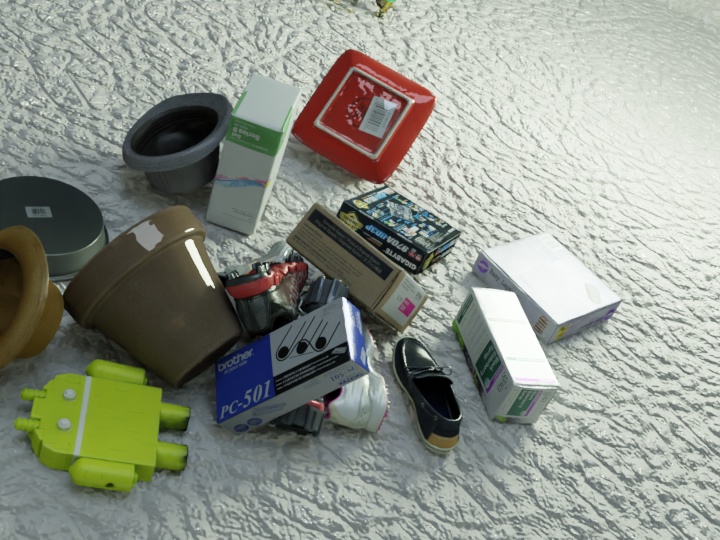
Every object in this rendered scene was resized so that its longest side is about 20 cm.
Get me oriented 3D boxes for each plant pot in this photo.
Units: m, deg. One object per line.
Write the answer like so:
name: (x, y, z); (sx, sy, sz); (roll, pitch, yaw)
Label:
plant pot: (-0.244, 0.046, 1.275); (0.175, 0.200, 0.200); (51, 41, 6)

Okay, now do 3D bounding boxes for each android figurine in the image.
android figurine: (-0.298, 0.179, 1.183); (0.199, 0.041, 0.182); (14, 38, -15)

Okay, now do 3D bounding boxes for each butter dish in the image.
butter dish: (0.009, -0.256, 1.814); (0.199, 0.148, 0.200); (31, 79, 10)

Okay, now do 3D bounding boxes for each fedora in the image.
fedora: (-0.276, -0.188, 1.583); (0.176, 0.091, 0.200); (-3, 39, 13)
fedora: (-0.415, 0.045, 1.208); (0.082, 0.200, 0.201); (34, 20, -48)

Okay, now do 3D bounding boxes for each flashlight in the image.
flashlight: (-0.060, 0.107, 1.296); (0.067, 0.068, 0.201); (7, 72, 25)

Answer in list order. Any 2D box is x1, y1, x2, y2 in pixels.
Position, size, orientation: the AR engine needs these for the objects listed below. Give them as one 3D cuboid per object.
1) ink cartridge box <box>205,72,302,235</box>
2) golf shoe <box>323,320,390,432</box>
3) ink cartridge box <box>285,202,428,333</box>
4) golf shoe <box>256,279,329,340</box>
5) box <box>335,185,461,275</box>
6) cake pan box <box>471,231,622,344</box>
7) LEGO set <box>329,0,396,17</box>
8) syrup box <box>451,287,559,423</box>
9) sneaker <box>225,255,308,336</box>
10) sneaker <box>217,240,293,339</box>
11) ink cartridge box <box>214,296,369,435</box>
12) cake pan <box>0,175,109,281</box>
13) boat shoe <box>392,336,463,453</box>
ink cartridge box: (-0.166, -0.178, 1.565); (0.087, 0.201, 0.146); (17, 37, -3)
golf shoe: (-0.023, 0.129, 1.368); (0.091, 0.076, 0.200); (4, 40, -20)
ink cartridge box: (0.000, 0.000, 1.449); (0.165, 0.075, 0.200); (37, -2, 18)
golf shoe: (-0.095, 0.084, 1.372); (0.077, 0.088, 0.200); (28, 38, 4)
box: (0.064, -0.069, 1.638); (0.159, 0.046, 0.200); (32, 21, 11)
cake pan box: (0.309, 0.021, 1.700); (0.184, 0.052, 0.200); (-15, 51, -43)
LEGO set: (-0.013, -0.657, 2.351); (0.199, 0.116, 0.155); (0, 71, -23)
syrup box: (0.210, 0.123, 1.493); (0.081, 0.079, 0.200); (7, 40, -22)
sneaker: (-0.113, 0.035, 1.325); (0.070, 0.098, 0.200); (-13, 5, 16)
sneaker: (-0.158, 0.009, 1.445); (0.092, 0.076, 0.200); (21, 35, 4)
ink cartridge box: (-0.087, 0.118, 1.239); (0.044, 0.199, 0.094); (40, 31, -44)
cake pan: (-0.446, -0.065, 1.407); (0.199, 0.037, 0.201); (15, 37, -11)
boat shoe: (0.096, 0.159, 1.403); (0.074, 0.062, 0.200); (5, 39, -20)
